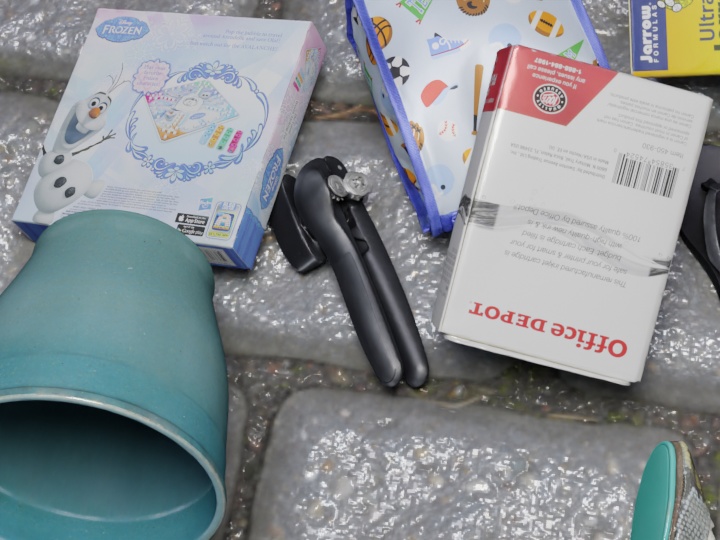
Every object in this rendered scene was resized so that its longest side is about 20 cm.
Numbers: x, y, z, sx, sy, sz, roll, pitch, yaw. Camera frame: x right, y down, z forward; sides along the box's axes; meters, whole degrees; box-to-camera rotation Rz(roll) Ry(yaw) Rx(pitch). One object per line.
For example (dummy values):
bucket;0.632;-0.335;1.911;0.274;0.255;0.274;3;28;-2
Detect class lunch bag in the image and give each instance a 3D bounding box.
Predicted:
lunch bag;0.094;-0.137;1.215;0.168;0.124;0.202;-20;70;-4

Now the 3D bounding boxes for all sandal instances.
sandal;0.279;-0.009;1.171;0.075;0.043;0.202;-15;63;1

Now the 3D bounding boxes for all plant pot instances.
plant pot;-0.180;0.071;1.123;0.197;0.201;0.189;-1;49;8

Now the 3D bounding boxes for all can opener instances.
can opener;0.000;0.000;1.210;0.063;0.079;0.201;-9;59;-40

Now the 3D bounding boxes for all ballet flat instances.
ballet flat;0.204;0.214;1.071;0.071;0.072;0.202;11;67;14

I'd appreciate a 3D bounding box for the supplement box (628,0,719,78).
supplement box;0.302;-0.202;1.180;0.198;0.109;0.111;0;103;22

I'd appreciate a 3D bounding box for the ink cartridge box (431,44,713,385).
ink cartridge box;0.141;-0.039;1.123;0.145;0.083;0.202;15;94;-5

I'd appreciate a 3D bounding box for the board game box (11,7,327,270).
board game box;-0.147;-0.106;1.266;0.198;0.043;0.201;7;66;24
